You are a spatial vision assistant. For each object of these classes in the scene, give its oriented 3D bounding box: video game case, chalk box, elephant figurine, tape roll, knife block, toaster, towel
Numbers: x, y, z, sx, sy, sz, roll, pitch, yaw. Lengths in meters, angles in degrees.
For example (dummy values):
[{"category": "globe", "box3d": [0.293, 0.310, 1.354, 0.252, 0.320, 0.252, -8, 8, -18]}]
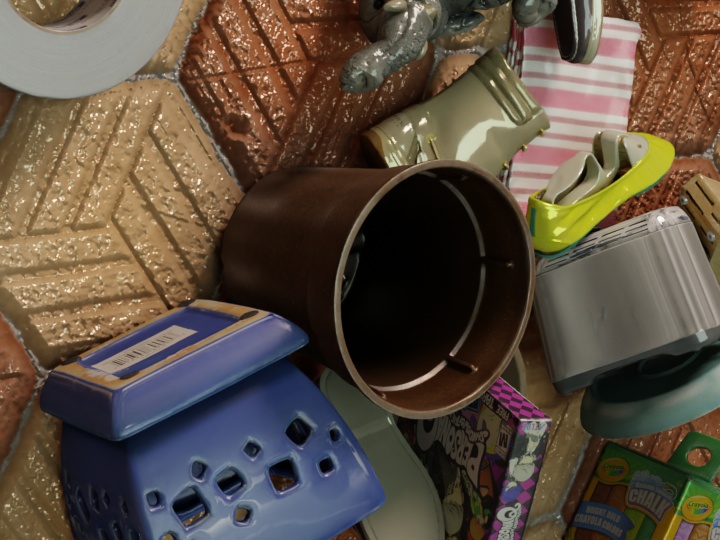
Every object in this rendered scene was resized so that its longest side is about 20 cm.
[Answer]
[{"category": "video game case", "box3d": [0.075, 0.162, 1.418, 0.036, 0.200, 0.182, 3, 110, -28]}, {"category": "chalk box", "box3d": [0.297, 0.251, 1.678, 0.124, 0.125, 0.201, 27, 85, -35]}, {"category": "elephant figurine", "box3d": [0.052, -0.235, 1.413, 0.200, 0.155, 0.142, -29, 81, 3]}, {"category": "tape roll", "box3d": [-0.230, -0.229, 1.261, 0.200, 0.066, 0.201, -7, 104, -31]}, {"category": "knife block", "box3d": [0.376, -0.035, 1.643, 0.175, 0.064, 0.200, -23, 150, -18]}, {"category": "toaster", "box3d": [0.246, 0.024, 1.550, 0.114, 0.200, 0.130, -12, 81, -64]}, {"category": "towel", "box3d": [0.192, -0.137, 1.577, 0.146, 0.030, 0.201, 1, 100, -34]}]

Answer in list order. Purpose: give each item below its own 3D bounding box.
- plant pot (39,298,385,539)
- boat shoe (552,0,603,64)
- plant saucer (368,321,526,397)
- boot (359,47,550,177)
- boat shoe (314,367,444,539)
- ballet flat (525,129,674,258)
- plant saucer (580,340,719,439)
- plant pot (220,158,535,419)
[{"category": "plant pot", "box3d": [-0.129, 0.134, 1.336, 0.200, 0.200, 0.180, -27, 107, -25]}, {"category": "boat shoe", "box3d": [0.169, -0.279, 1.506, 0.065, 0.072, 0.201, -9, 99, -16]}, {"category": "plant saucer", "box3d": [0.053, 0.118, 1.523, 0.199, 0.029, 0.201, -9, 114, -19]}, {"category": "boot", "box3d": [0.107, -0.077, 1.500, 0.155, 0.073, 0.200, -36, 112, -10]}, {"category": "boat shoe", "box3d": [0.011, 0.175, 1.415, 0.072, 0.063, 0.201, -13, 68, -27]}, {"category": "ballet flat", "box3d": [0.215, -0.086, 1.536, 0.200, 0.067, 0.067, -38, 129, -32]}, {"category": "plant saucer", "box3d": [0.291, 0.091, 1.594, 0.200, 0.200, 0.027, -35, 106, -22]}, {"category": "plant pot", "box3d": [0.000, 0.000, 1.375, 0.200, 0.198, 0.201, -9, 104, -37]}]
